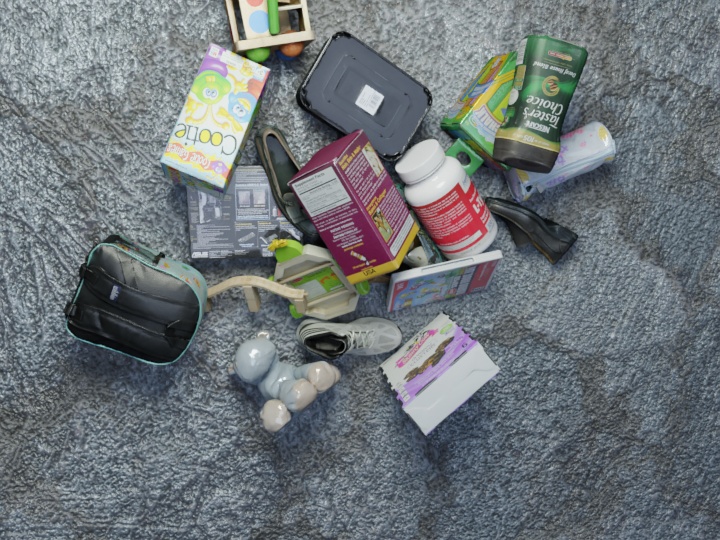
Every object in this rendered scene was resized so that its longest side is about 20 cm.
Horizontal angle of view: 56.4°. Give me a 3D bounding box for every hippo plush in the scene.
[{"bbox_3d":[-0.139,0.176,1.185,0.159,0.200,0.161,-39,82,-7],"label":"hippo plush"}]

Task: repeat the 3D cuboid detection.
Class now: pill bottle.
[{"bbox_3d":[0.146,-0.121,1.162,0.112,0.112,0.201,-38,118,-1],"label":"pill bottle"}]

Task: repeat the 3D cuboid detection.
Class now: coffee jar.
[{"bbox_3d":[0.280,-0.259,1.062,0.103,0.085,0.202,12,100,-10],"label":"coffee jar"}]

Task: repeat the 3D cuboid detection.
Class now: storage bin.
[{"bbox_3d":[0.004,-0.289,1.128,0.199,0.094,0.136,31,95,-14],"label":"storage bin"}]

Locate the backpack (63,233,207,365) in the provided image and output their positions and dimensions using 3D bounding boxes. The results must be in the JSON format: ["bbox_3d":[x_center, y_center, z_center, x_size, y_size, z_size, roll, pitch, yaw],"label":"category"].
[{"bbox_3d":[-0.353,0.051,1.102,0.198,0.153,0.177,25,99,-5],"label":"backpack"}]

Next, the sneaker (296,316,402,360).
[{"bbox_3d":[-0.012,0.133,1.203,0.198,0.115,0.077,2,102,-11],"label":"sneaker"}]

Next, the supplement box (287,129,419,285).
[{"bbox_3d":[-0.007,-0.101,1.085,0.102,0.131,0.201,-18,113,33],"label":"supplement box"}]

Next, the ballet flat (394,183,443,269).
[{"bbox_3d":[0.081,-0.055,1.201,0.074,0.074,0.201,-31,99,-2],"label":"ballet flat"}]

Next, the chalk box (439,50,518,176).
[{"bbox_3d":[0.228,-0.255,1.160,0.124,0.124,0.201,37,93,-15],"label":"chalk box"}]

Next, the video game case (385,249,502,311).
[{"bbox_3d":[0.146,0.021,1.206,0.197,0.143,0.018,-12,67,-8],"label":"video game case"}]

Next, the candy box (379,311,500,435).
[{"bbox_3d":[0.133,0.175,1.195,0.167,0.200,0.072,-41,105,0],"label":"candy box"}]

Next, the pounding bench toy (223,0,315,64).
[{"bbox_3d":[-0.141,-0.402,1.018,0.123,0.200,0.158,-12,103,-11],"label":"pounding bench toy"}]

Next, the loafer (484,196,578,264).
[{"bbox_3d":[0.308,-0.075,1.243,0.198,0.073,0.073,24,101,-13],"label":"loafer"}]

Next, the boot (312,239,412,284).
[{"bbox_3d":[0.000,0.000,1.214,0.198,0.074,0.076,11,127,-15],"label":"boot"}]

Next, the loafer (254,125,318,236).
[{"bbox_3d":[-0.116,-0.141,1.102,0.071,0.063,0.201,-30,106,-5],"label":"loafer"}]

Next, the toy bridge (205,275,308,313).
[{"bbox_3d":[-0.186,0.040,1.153,0.197,0.027,0.068,0,133,9],"label":"toy bridge"}]

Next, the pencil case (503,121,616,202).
[{"bbox_3d":[0.357,-0.197,1.215,0.198,0.091,0.084,-24,105,-5],"label":"pencil case"}]

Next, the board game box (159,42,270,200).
[{"bbox_3d":[-0.227,-0.230,1.061,0.102,0.105,0.202,22,81,-9],"label":"board game box"}]

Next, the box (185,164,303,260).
[{"bbox_3d":[-0.198,-0.102,1.152,0.197,0.050,0.160,-3,102,-10],"label":"box"}]

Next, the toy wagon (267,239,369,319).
[{"bbox_3d":[-0.085,0.008,1.153,0.154,0.040,0.200,-20,128,25],"label":"toy wagon"}]
